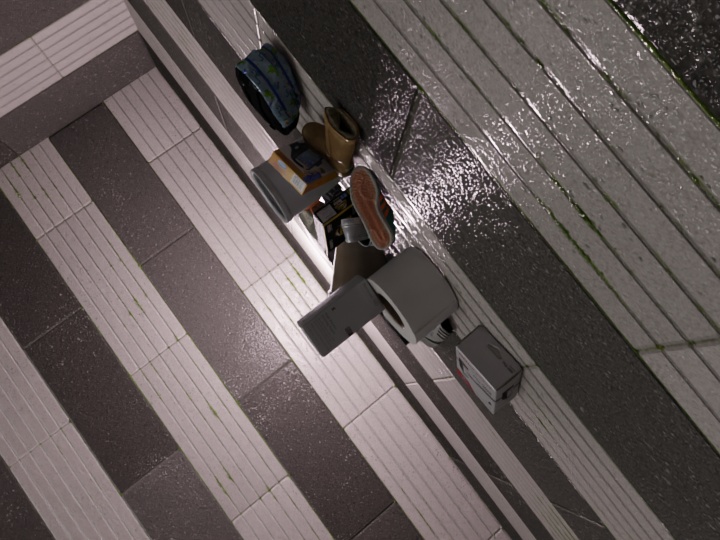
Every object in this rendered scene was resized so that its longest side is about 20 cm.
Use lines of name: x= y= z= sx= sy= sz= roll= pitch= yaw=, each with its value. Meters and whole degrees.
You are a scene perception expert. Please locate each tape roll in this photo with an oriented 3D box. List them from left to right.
tape roll: x=0.126 y=0.061 z=1.517 sx=0.203 sy=0.139 sz=0.203 roll=50 pitch=169 yaw=13

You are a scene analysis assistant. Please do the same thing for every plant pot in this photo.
plant pot: x=0.000 y=0.000 z=1.684 sx=0.200 sy=0.197 sz=0.176 roll=-164 pitch=67 yaw=-74

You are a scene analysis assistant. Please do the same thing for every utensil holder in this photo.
utensil holder: x=-0.167 y=-0.252 z=1.637 sx=0.171 sy=0.199 sz=0.170 roll=51 pitch=170 yaw=12

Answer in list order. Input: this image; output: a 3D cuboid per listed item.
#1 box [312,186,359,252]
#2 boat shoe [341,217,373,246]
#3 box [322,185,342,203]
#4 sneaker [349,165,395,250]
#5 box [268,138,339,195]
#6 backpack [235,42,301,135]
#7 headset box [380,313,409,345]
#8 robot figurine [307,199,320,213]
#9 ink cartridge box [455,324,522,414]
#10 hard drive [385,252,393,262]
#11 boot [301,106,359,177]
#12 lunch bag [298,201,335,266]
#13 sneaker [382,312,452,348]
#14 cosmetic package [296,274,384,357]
box: x=-0.038 y=-0.137 z=1.549 sx=0.049 sy=0.159 sz=0.200 roll=49 pitch=168 yaw=13
boat shoe: x=0.012 y=-0.093 z=1.511 sx=0.200 sy=0.071 sz=0.070 roll=-5 pitch=-89 yaw=-72
box: x=-0.069 y=-0.194 z=1.857 sx=0.143 sy=0.036 sz=0.201 roll=43 pitch=164 yaw=47
sneaker: x=0.031 y=-0.149 z=1.440 sx=0.080 sy=0.071 sz=0.202 roll=-43 pitch=-65 yaw=-69
box: x=-0.116 y=-0.265 z=1.489 sx=0.119 sy=0.200 sz=0.042 roll=44 pitch=134 yaw=8
backpack: x=-0.221 y=-0.444 z=1.470 sx=0.164 sy=0.154 sz=0.200 roll=52 pitch=-168 yaw=19
headset box: x=0.121 y=0.156 z=1.980 sx=0.149 sy=0.075 sz=0.200 roll=51 pitch=178 yaw=1
robot figurine: x=-0.196 y=-0.277 z=1.930 sx=0.201 sy=0.143 sz=0.117 roll=52 pitch=-169 yaw=11
ink cartridge box: x=0.304 y=0.241 z=1.470 sx=0.147 sy=0.083 sz=0.201 roll=49 pitch=170 yaw=28
hard drive: x=0.121 y=0.062 z=1.741 sx=0.200 sy=0.026 sz=0.132 roll=49 pitch=147 yaw=18
boot: x=-0.068 y=-0.315 z=1.387 sx=0.175 sy=0.066 sz=0.200 roll=43 pitch=168 yaw=9
lunch bag: x=-0.117 y=-0.135 z=2.041 sx=0.164 sy=0.117 sz=0.200 roll=50 pitch=174 yaw=22
sneaker: x=0.162 y=0.121 z=1.645 sx=0.199 sy=0.076 sz=0.115 roll=31 pitch=137 yaw=-11
cosmetic package: x=-0.049 y=0.111 z=1.520 sx=0.102 sy=0.199 sz=0.074 roll=55 pitch=170 yaw=-16
